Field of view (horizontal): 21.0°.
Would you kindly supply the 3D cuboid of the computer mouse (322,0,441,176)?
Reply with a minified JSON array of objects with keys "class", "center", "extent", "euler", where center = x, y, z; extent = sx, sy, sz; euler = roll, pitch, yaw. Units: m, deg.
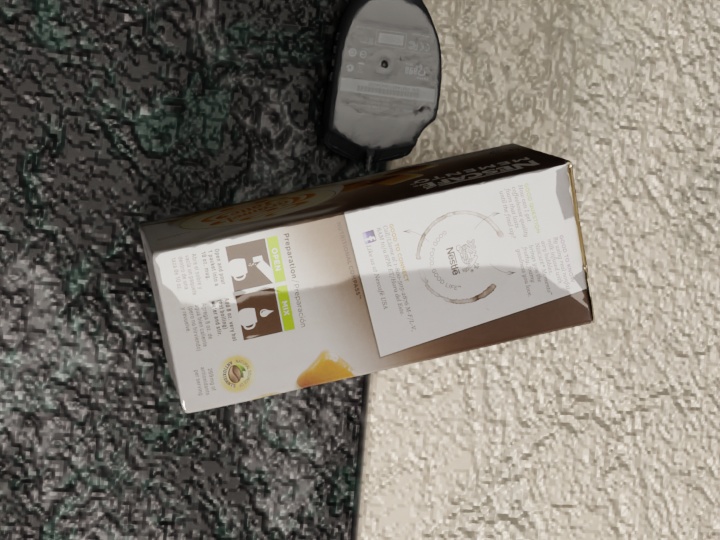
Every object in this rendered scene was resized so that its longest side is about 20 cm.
[{"class":"computer mouse","center":[0.002,-0.049,1.006],"extent":[0.058,0.034,0.202],"euler":[9,97,-12]}]

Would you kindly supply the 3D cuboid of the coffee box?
[{"class":"coffee box","center":[0.000,0.000,0.938],"extent":[0.198,0.114,0.080],"euler":[-12,101,-7]}]
